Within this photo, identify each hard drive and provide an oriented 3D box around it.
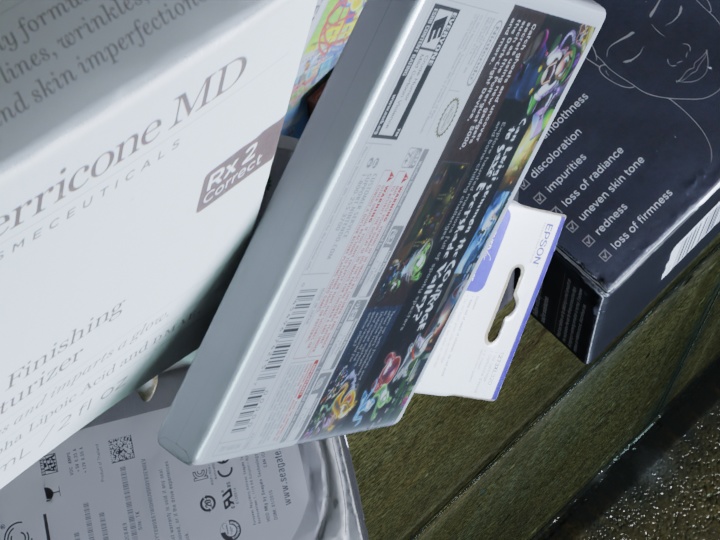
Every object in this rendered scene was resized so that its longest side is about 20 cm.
[{"bbox_3d":[-0.099,0.111,0.912,0.198,0.141,0.038,-14,159,3],"label":"hard drive"}]

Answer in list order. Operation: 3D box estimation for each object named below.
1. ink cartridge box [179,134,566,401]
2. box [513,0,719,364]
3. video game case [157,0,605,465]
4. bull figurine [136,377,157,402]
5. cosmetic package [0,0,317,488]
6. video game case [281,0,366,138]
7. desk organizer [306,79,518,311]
[{"bbox_3d":[0.000,0.000,0.882,0.199,0.037,0.095,11,104,-42],"label":"ink cartridge box"},{"bbox_3d":[0.131,-0.093,1.191,0.200,0.197,0.124,-43,165,-15],"label":"box"},{"bbox_3d":[0.013,-0.023,0.787,0.201,0.023,0.181,-64,158,13],"label":"video game case"},{"bbox_3d":[-0.130,-0.014,0.881,0.065,0.120,0.201,-94,-154,-59],"label":"bull figurine"},{"bbox_3d":[-0.138,-0.048,0.669,0.165,0.165,0.201,-37,161,-33],"label":"cosmetic package"},{"bbox_3d":[0.006,-0.117,0.979,0.199,0.022,0.183,-20,143,-56],"label":"video game case"},{"bbox_3d":[0.028,-0.032,1.026,0.072,0.077,0.200,-44,158,-19],"label":"desk organizer"}]
